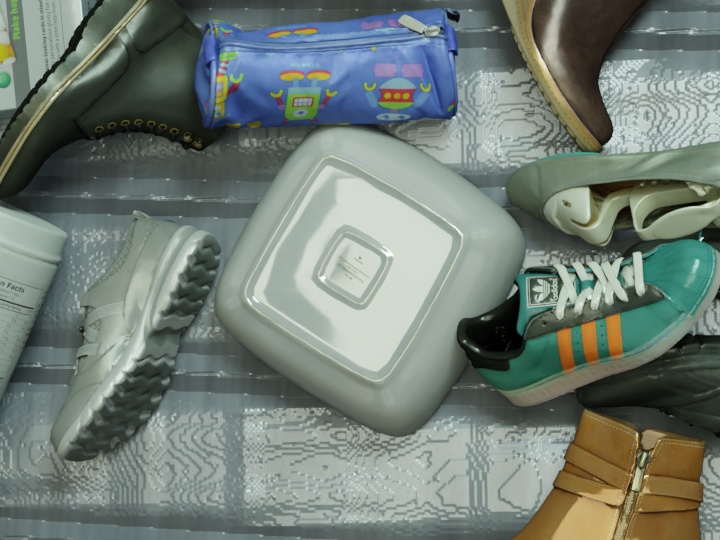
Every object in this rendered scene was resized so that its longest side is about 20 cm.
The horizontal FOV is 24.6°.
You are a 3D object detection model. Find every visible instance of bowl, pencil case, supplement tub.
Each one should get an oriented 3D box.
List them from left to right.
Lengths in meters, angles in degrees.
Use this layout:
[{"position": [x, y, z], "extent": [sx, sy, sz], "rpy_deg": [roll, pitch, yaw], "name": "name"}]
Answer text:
[{"position": [-0.315, 0.040, 1.235], "extent": [0.131, 0.132, 0.201], "rpy_deg": [23, 90, 11], "name": "supplement tub"}, {"position": [-0.021, -0.146, 1.193], "extent": [0.198, 0.087, 0.079], "rpy_deg": [-4, 58, -8], "name": "pencil case"}, {"position": [0.000, 0.000, 1.210], "extent": [0.199, 0.075, 0.201], "rpy_deg": [32, 92, 12], "name": "bowl"}]

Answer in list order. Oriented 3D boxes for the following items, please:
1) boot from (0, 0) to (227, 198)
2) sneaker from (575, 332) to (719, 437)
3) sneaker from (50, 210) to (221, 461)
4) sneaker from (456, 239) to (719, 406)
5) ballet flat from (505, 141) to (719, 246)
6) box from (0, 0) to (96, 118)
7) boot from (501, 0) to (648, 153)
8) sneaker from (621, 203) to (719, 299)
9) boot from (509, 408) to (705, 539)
[{"position": [-0.177, -0.107, 1.228], "extent": [0.138, 0.077, 0.200], "rpy_deg": [38, 89, -17], "name": "boot"}, {"position": [0.252, 0.086, 1.160], "extent": [0.198, 0.076, 0.092], "rpy_deg": [-8, 95, 14], "name": "sneaker"}, {"position": [-0.182, 0.050, 1.250], "extent": [0.082, 0.075, 0.201], "rpy_deg": [27, 85, 25], "name": "sneaker"}, {"position": [0.152, 0.028, 1.131], "extent": [0.199, 0.080, 0.072], "rpy_deg": [-32, 36, 33], "name": "sneaker"}, {"position": [0.183, -0.049, 1.149], "extent": [0.199, 0.067, 0.064], "rpy_deg": [-6, 51, 34], "name": "ballet flat"}, {"position": [-0.306, -0.196, 1.295], "extent": [0.198, 0.041, 0.157], "rpy_deg": [-7, 85, 11], "name": "box"}, {"position": [0.187, -0.202, 1.188], "extent": [0.165, 0.072, 0.201], "rpy_deg": [-24, 79, 10], "name": "boot"}, {"position": [0.278, -0.036, 1.172], "extent": [0.198, 0.075, 0.080], "rpy_deg": [-18, 58, 12], "name": "sneaker"}, {"position": [0.143, 0.175, 1.161], "extent": [0.198, 0.077, 0.157], "rpy_deg": [10, 95, 5], "name": "boot"}]
